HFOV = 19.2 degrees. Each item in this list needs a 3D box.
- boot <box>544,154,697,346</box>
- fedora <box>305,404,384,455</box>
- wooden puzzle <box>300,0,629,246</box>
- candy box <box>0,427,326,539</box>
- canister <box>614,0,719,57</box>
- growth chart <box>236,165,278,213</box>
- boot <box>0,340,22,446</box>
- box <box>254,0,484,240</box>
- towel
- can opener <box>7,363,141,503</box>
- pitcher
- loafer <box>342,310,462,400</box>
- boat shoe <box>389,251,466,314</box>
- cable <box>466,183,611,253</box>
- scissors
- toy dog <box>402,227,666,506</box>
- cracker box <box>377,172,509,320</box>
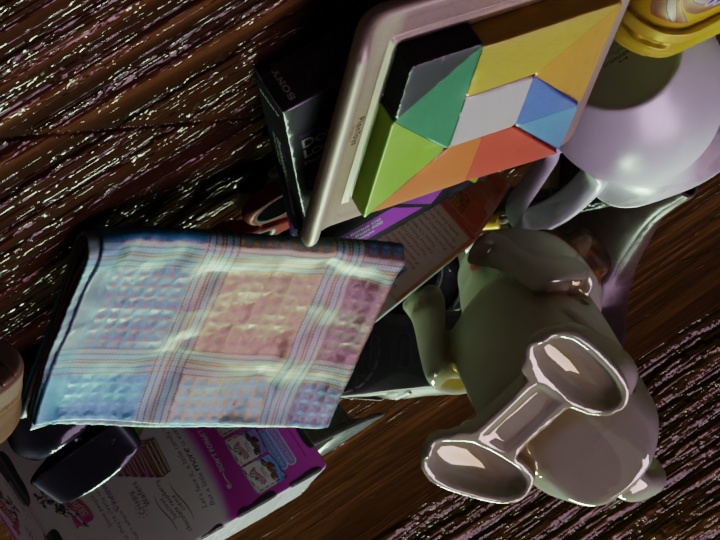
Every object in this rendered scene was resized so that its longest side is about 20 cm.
[{"bbox_3d":[0.192,-0.032,1.575,0.072,0.201,0.166,0,167,-25],"label":"boot"},{"bbox_3d":[-0.086,0.123,1.668,0.177,0.090,0.200,-22,169,-41],"label":"fedora"},{"bbox_3d":[0.066,-0.096,1.132,0.200,0.037,0.185,-24,154,-25],"label":"wooden puzzle"},{"bbox_3d":[-0.143,0.131,1.431,0.200,0.137,0.061,-27,165,-31],"label":"candy box"},{"bbox_3d":[0.222,-0.221,1.185,0.148,0.087,0.200,-28,165,-31],"label":"canister"},{"bbox_3d":[0.013,-0.089,1.287,0.200,0.018,0.145,-39,167,26],"label":"growth chart"},{"bbox_3d":[-0.274,0.121,1.154,0.200,0.072,0.166,-30,167,-36],"label":"boot"},{"bbox_3d":[0.019,-0.084,1.183,0.143,0.036,0.200,-30,155,-9],"label":"box"},{"bbox_3d":[-0.084,0.037,1.219,0.200,0.022,0.147,3,129,-28],"label":"towel"},{"bbox_3d":[-0.139,0.057,1.280,0.200,0.079,0.063,-42,-155,20],"label":"can opener"},{"bbox_3d":[0.160,-0.094,1.387,0.171,0.121,0.200,-35,160,3],"label":"pitcher"},{"bbox_3d":[0.018,0.067,1.542,0.199,0.073,0.071,4,164,17],"label":"loafer"},{"bbox_3d":[0.025,0.011,1.564,0.067,0.072,0.200,-18,173,-24],"label":"boat shoe"},{"bbox_3d":[0.132,-0.036,1.564,0.200,0.050,0.097,-4,165,39],"label":"cable"},{"bbox_3d":[-0.029,-0.040,1.307,0.073,0.014,0.200,-44,167,28],"label":"scissors"},{"bbox_3d":[0.124,0.046,1.392,0.194,0.200,0.140,22,121,-23],"label":"toy dog"},{"bbox_3d":[0.000,0.000,1.423,0.200,0.058,0.134,-40,-175,21],"label":"cracker box"}]
